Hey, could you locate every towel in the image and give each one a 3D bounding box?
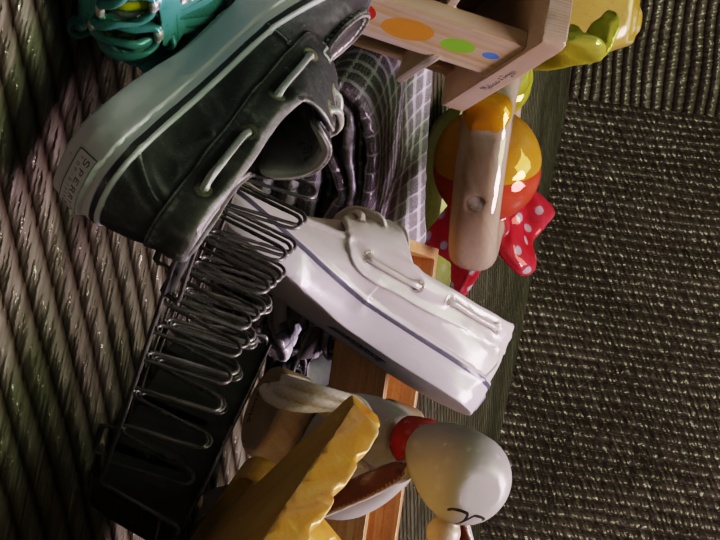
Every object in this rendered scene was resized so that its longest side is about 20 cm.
[{"bbox_3d":[-0.010,-0.060,1.224,0.166,0.085,0.201,-67,163,-56],"label":"towel"}]

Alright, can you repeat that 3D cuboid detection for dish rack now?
[{"bbox_3d":[-0.065,0.014,0.916,0.154,0.054,0.201,-68,180,-55],"label":"dish rack"}]

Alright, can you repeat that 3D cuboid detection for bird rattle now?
[{"bbox_3d":[0.070,-0.068,1.178,0.163,0.112,0.201,-64,170,-62],"label":"bird rattle"}]

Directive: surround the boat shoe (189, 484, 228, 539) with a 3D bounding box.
[{"bbox_3d":[-0.060,0.158,1.144,0.201,0.071,0.061,77,15,-80],"label":"boat shoe"}]

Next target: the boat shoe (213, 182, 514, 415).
[{"bbox_3d":[0.000,0.000,1.048,0.066,0.200,0.072,-59,-160,-10],"label":"boat shoe"}]

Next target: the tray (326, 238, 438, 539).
[{"bbox_3d":[0.005,0.082,1.144,0.099,0.037,0.201,13,85,-77],"label":"tray"}]

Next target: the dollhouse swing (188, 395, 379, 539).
[{"bbox_3d":[-0.030,0.185,0.854,0.182,0.175,0.200,52,43,-14],"label":"dollhouse swing"}]

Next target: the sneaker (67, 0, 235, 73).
[{"bbox_3d":[-0.081,-0.119,0.771,0.200,0.077,0.080,37,71,-80],"label":"sneaker"}]

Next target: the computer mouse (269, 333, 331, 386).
[{"bbox_3d":[-0.027,0.103,1.387,0.200,0.046,0.141,-43,139,-76],"label":"computer mouse"}]

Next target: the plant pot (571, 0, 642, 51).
[{"bbox_3d":[0.109,-0.235,1.449,0.194,0.199,0.197,-32,129,-78],"label":"plant pot"}]

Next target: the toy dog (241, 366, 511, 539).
[{"bbox_3d":[0.001,0.111,0.992,0.200,0.131,0.097,163,-56,-86],"label":"toy dog"}]

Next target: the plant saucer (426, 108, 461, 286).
[{"bbox_3d":[0.077,-0.068,1.945,0.200,0.031,0.201,9,90,-81],"label":"plant saucer"}]

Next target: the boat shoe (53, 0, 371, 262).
[{"bbox_3d":[-0.042,-0.063,0.811,0.200,0.071,0.072,-46,174,-43],"label":"boat shoe"}]

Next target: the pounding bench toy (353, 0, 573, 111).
[{"bbox_3d":[0.004,-0.168,1.053,0.200,0.155,0.125,153,-51,-66],"label":"pounding bench toy"}]
